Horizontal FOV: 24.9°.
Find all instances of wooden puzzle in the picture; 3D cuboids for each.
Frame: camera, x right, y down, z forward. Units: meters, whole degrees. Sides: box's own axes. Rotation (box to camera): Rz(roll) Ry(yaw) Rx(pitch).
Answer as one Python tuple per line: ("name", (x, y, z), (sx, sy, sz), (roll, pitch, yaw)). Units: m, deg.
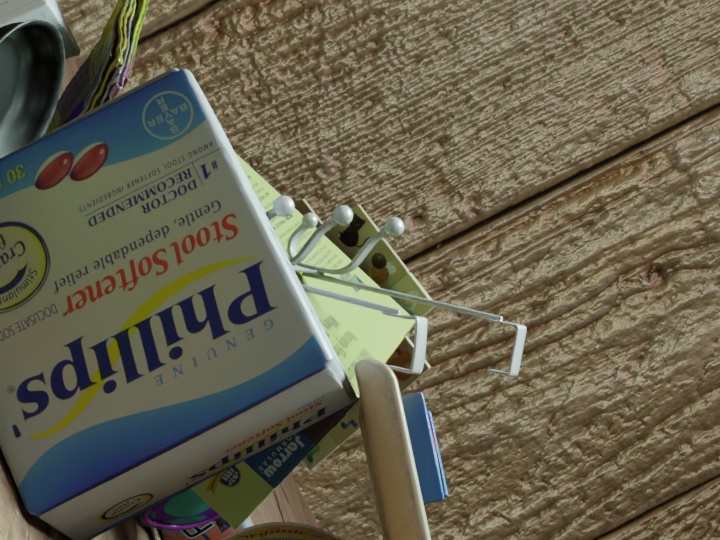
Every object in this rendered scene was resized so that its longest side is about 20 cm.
("wooden puzzle", (0.036, 0.151, 0.973), (0.200, 0.046, 0.186), (91, -13, -79))

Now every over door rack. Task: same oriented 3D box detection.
("over door rack", (0.000, 0.000, 1.036), (0.200, 0.067, 0.148), (27, 10, 30))

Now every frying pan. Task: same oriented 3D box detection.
("frying pan", (-0.203, -0.093, 0.987), (0.031, 0.115, 0.190), (25, 2, 12))

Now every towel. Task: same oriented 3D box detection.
("towel", (-0.208, -0.121, 1.198), (0.023, 0.200, 0.144), (25, 39, -20))

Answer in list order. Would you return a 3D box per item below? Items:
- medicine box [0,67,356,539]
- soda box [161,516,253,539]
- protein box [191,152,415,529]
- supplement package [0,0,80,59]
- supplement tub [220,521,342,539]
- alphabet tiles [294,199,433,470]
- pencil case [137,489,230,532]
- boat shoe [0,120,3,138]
("medicine box", (-0.128, 0.021, 0.926), (0.200, 0.182, 0.103), (62, -2, 20))
("soda box", (-0.129, 0.187, 1.303), (0.200, 0.063, 0.068), (60, -4, 46))
("protein box", (-0.093, 0.039, 1.164), (0.200, 0.135, 0.199), (43, 19, 1))
("supplement package", (-0.303, -0.233, 1.177), (0.200, 0.117, 0.117), (64, -2, 9))
("supplement tub", (-0.047, 0.233, 0.980), (0.145, 0.144, 0.200), (64, -3, -5))
("alphabet tiles", (-0.042, 0.050, 1.275), (0.167, 0.200, 0.006), (53, 21, 13))
("pencil case", (-0.152, 0.104, 1.250), (0.200, 0.092, 0.085), (60, -4, 39))
("boat shoe", (-0.239, -0.069, 1.059), (0.200, 0.075, 0.069), (19, 49, -83))
